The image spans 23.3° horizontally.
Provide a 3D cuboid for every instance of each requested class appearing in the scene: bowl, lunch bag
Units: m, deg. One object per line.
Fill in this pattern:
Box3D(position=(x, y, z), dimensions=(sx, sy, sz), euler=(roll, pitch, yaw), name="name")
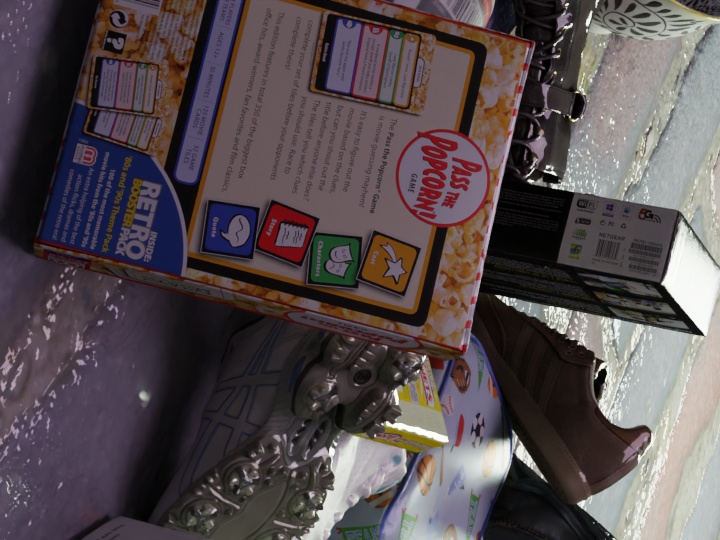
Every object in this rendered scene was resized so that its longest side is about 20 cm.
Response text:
Box3D(position=(0.190, -0.238, 1.301), dimensions=(0.094, 0.201, 0.201), euler=(-43, -178, 39), name="bowl")
Box3D(position=(0.033, 0.147, 1.146), dimensions=(0.200, 0.075, 0.161), euler=(-61, 145, -37), name="lunch bag")

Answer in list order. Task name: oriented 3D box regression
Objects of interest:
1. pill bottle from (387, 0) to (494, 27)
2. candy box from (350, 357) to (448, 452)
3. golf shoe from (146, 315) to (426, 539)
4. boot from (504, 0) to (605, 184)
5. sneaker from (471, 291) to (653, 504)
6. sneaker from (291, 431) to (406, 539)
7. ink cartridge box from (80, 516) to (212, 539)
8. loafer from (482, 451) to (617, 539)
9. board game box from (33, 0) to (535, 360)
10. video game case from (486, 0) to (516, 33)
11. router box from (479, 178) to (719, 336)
Box3D(position=(-0.019, -0.092, 0.901), dimensions=(0.200, 0.115, 0.116), euler=(-61, 149, -25), name="pill bottle")
Box3D(position=(0.000, 0.000, 0.989), dimensions=(0.102, 0.026, 0.201), euler=(29, 44, -66), name="candy box")
Box3D(position=(-0.050, 0.079, 0.919), dimensions=(0.078, 0.097, 0.200), euler=(32, 107, -39), name="golf shoe")
Box3D(position=(0.118, -0.142, 1.126), dimensions=(0.200, 0.069, 0.175), euler=(17, 85, -66), name="boot")
Box3D(position=(0.131, 0.075, 1.217), dimensions=(0.200, 0.075, 0.071), euler=(60, -7, 39), name="sneaker")
Box3D(position=(-0.015, 0.115, 1.005), dimensions=(0.088, 0.075, 0.201), euler=(33, 63, -27), name="sneaker")
Box3D(position=(-0.055, 0.216, 0.834), dimensions=(0.086, 0.199, 0.148), euler=(-30, 126, -59), name="ink cartridge box")
Box3D(position=(0.119, 0.183, 1.225), dimensions=(0.073, 0.200, 0.072), euler=(42, 87, -31), name="loafer")
Box3D(position=(-0.034, -0.056, 0.800), dimensions=(0.046, 0.199, 0.152), euler=(146, -42, -78), name="board game box")
Box3D(position=(0.071, -0.226, 1.095), dimensions=(0.143, 0.019, 0.201), euler=(-53, 145, -41), name="video game case")
Box3D(position=(0.124, -0.013, 1.147), dimensions=(0.149, 0.199, 0.051), euler=(36, 68, -64), name="router box")
